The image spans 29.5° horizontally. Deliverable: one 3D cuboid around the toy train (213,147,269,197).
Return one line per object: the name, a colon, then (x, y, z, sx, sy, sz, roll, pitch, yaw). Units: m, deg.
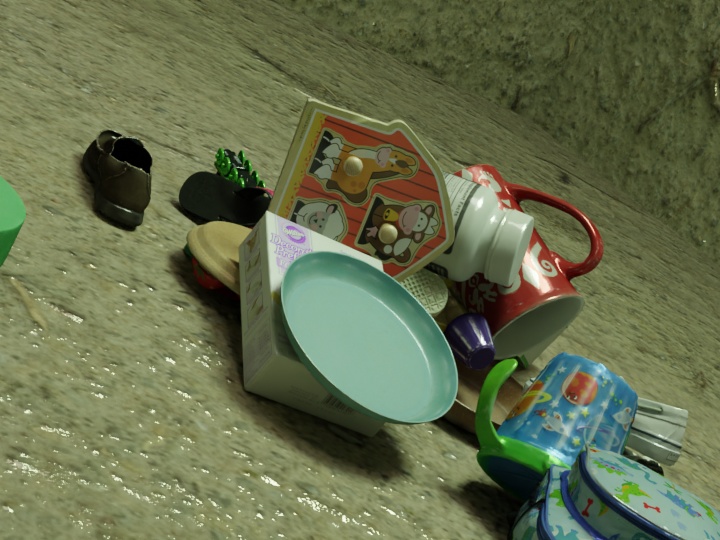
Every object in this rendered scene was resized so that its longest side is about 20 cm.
toy train: (-0.142, -0.091, 1.686, 0.041, 0.057, 0.200, 4, 27, -26)

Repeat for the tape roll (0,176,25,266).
tape roll: (-0.388, -0.069, 1.171, 0.199, 0.048, 0.201, 29, 16, -9)

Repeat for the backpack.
backpack: (0.213, 0.245, 1.132, 0.182, 0.148, 0.200, 28, 18, 5)

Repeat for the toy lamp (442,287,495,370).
toy lamp: (0.098, 0.038, 1.560, 0.058, 0.058, 0.201, 20, 25, -34)

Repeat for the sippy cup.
sippy cup: (0.199, 0.157, 1.315, 0.139, 0.131, 0.178, 20, -22, 33)

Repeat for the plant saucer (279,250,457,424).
plant saucer: (0.004, 0.066, 1.272, 0.199, 0.027, 0.201, 28, 34, -21)

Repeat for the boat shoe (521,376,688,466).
boat shoe: (0.270, 0.146, 1.487, 0.199, 0.067, 0.073, 23, -1, 36)

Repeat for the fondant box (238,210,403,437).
fondant box: (-0.041, 0.050, 1.324, 0.143, 0.058, 0.201, 23, 35, -26)

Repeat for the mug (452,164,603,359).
mug: (0.179, -0.022, 1.625, 0.201, 0.176, 0.134, 62, -14, 24)

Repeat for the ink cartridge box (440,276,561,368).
ink cartridge box: (0.164, 0.017, 1.752, 0.200, 0.087, 0.145, 47, 0, 20)

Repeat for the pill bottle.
pill bottle: (0.087, -0.054, 1.523, 0.198, 0.112, 0.111, 21, 13, 13)

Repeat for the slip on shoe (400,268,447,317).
slip on shoe: (0.000, 0.000, 1.502, 0.198, 0.075, 0.061, 27, -23, -8)

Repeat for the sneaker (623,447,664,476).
sneaker: (0.237, 0.208, 1.469, 0.199, 0.074, 0.080, 24, 1, -39)

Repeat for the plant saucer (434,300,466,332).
plant saucer: (0.036, 0.031, 1.658, 0.199, 0.049, 0.200, 18, 19, -39)

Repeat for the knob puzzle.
knob puzzle: (0.008, -0.061, 1.419, 0.218, 0.221, 0.031, 26, 14, -16)

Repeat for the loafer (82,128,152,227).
loafer: (-0.258, -0.116, 1.517, 0.072, 0.072, 0.200, 23, 17, -27)

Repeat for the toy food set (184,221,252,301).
toy food set: (-0.100, 0.013, 1.456, 0.198, 0.049, 0.198, 26, 16, -17)

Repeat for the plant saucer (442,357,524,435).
plant saucer: (0.117, 0.133, 1.511, 0.199, 0.037, 0.201, 29, 15, -9)

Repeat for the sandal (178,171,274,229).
sandal: (-0.124, -0.065, 1.571, 0.198, 0.076, 0.045, 22, -21, 15)
